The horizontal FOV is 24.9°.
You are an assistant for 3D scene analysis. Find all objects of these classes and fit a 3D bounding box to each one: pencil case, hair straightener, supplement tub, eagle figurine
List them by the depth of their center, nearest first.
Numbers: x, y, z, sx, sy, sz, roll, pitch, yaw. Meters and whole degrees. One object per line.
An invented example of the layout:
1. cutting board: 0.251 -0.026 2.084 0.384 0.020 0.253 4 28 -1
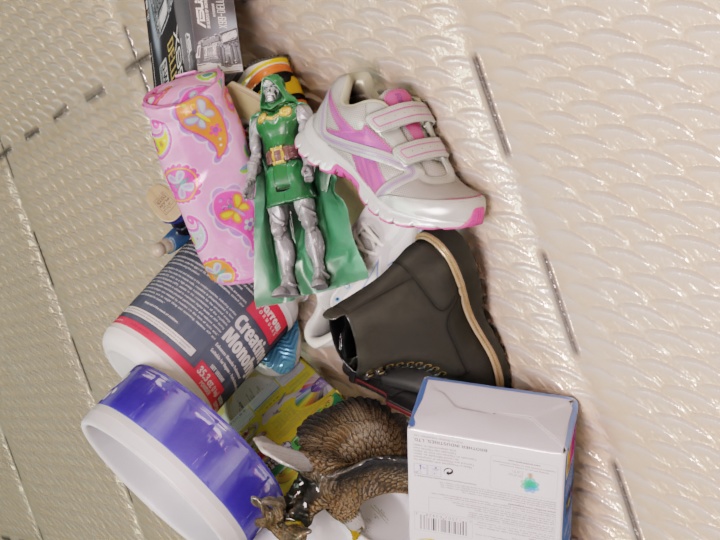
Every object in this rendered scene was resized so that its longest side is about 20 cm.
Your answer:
1. eagle figurine: -0.002 0.190 1.510 0.152 0.199 0.151 54 162 14
2. pencil case: -0.133 -0.084 1.515 0.087 0.087 0.202 22 139 56
3. hair straightener: 0.026 0.088 1.585 0.200 0.041 0.078 26 132 61
4. supplement tub: -0.153 0.047 1.668 0.140 0.200 0.141 36 160 15

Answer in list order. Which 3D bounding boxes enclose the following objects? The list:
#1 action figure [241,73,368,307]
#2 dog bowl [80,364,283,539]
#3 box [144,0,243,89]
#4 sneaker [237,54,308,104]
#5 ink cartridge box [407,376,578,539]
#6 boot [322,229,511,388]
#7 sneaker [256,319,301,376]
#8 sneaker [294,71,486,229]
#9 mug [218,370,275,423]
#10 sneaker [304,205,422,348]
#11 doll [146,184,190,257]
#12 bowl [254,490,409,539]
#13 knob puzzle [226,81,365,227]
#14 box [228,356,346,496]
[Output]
1. action figure: -0.065 -0.078 1.460 0.117 0.055 0.202 -14 79 22
2. dog bowl: -0.171 0.186 1.574 0.199 0.079 0.201 37 160 16
3. box: -0.170 -0.255 1.616 0.158 0.049 0.202 140 125 -64
4. sneaker: -0.095 -0.118 1.614 0.090 0.069 0.201 59 151 25
5. ink cartridge box: 0.110 0.198 1.379 0.135 0.077 0.202 8 124 14
6. boot: 0.045 0.075 1.394 0.077 0.138 0.201 20 138 53
7. sneaker: -0.117 0.064 1.806 0.200 0.076 0.081 47 155 51
8. sneaker: 0.029 -0.102 1.372 0.199 0.081 0.089 35 120 29
9. mug: -0.165 0.168 1.870 0.153 0.185 0.151 -34 42 55
10. sneaker: 0.000 0.000 1.477 0.075 0.086 0.201 50 135 38
11. doll: -0.179 -0.069 1.752 0.048 0.137 0.200 35 179 10
12. bowl: 0.000 0.264 1.619 0.202 0.200 0.091 55 130 26
13. knob puzzle: -0.058 -0.069 1.556 0.218 0.030 0.221 16 128 21
14. box: -0.068 0.160 1.671 0.048 0.117 0.200 47 176 -15
